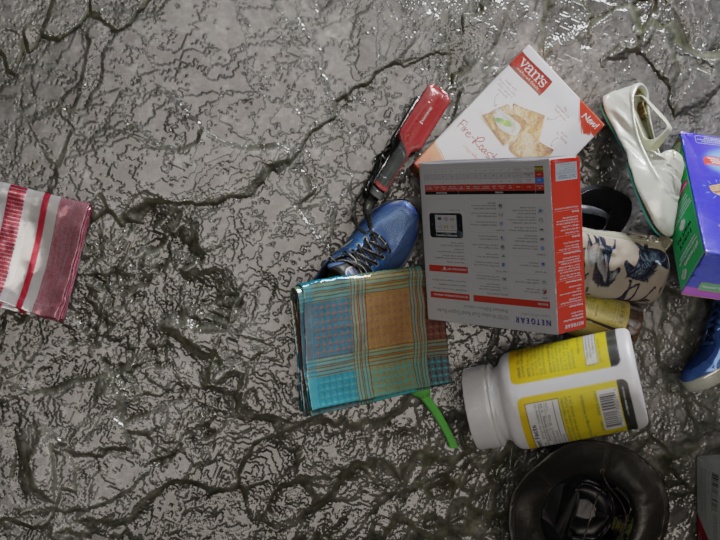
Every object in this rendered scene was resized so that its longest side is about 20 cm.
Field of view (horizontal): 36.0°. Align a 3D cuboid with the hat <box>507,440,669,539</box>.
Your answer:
[{"bbox_3d":[0.259,0.284,1.312,0.197,0.081,0.204,-1,97,-11],"label":"hat"}]

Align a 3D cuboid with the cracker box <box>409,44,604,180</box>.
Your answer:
[{"bbox_3d":[0.174,-0.148,1.322,0.134,0.058,0.200,44,86,-3],"label":"cracker box"}]

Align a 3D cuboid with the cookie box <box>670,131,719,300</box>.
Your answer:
[{"bbox_3d":[0.446,-0.057,1.274,0.168,0.076,0.202,9,46,-3],"label":"cookie box"}]

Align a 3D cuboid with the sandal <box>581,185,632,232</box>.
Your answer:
[{"bbox_3d":[0.239,-0.053,1.302,0.197,0.043,0.077,-9,114,-23],"label":"sandal"}]

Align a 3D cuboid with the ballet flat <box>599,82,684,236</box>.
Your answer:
[{"bbox_3d":[0.338,-0.137,1.288,0.068,0.070,0.202,-12,61,-3],"label":"ballet flat"}]

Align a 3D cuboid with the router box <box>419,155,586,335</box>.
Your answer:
[{"bbox_3d":[0.150,-0.031,1.206,0.048,0.199,0.183,-9,100,-39],"label":"router box"}]

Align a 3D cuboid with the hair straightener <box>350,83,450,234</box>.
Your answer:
[{"bbox_3d":[0.041,-0.125,1.306,0.041,0.077,0.202,30,69,-12],"label":"hair straightener"}]

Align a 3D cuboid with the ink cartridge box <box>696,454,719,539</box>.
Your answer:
[{"bbox_3d":[0.487,0.296,1.263,0.142,0.200,0.148,1,89,-3],"label":"ink cartridge box"}]

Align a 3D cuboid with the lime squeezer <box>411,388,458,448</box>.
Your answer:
[{"bbox_3d":[0.090,0.111,1.324,0.069,0.038,0.203,3,88,-3],"label":"lime squeezer"}]

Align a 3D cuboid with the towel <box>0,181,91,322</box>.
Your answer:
[{"bbox_3d":[-0.428,-0.031,1.303,0.197,0.023,0.146,13,88,-3],"label":"towel"}]

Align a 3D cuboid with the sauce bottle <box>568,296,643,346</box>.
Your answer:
[{"bbox_3d":[0.236,0.037,1.320,0.197,0.065,0.066,22,88,-4],"label":"sauce bottle"}]

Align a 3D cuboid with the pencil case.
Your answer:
[{"bbox_3d":[0.257,-0.016,1.264,0.197,0.078,0.091,8,110,-25],"label":"pencil case"}]

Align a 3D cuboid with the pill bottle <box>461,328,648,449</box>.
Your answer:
[{"bbox_3d":[0.223,0.141,1.277,0.197,0.114,0.116,-12,90,13],"label":"pill bottle"}]

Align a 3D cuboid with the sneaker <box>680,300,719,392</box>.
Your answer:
[{"bbox_3d":[0.433,0.044,1.323,0.200,0.077,0.112,-42,98,-7],"label":"sneaker"}]

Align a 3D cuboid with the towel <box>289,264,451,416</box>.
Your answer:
[{"bbox_3d":[0.015,0.075,1.254,0.197,0.022,0.149,-8,95,-30],"label":"towel"}]

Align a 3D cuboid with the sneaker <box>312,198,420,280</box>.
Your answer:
[{"bbox_3d":[0.000,0.000,1.294,0.078,0.089,0.200,41,87,-3],"label":"sneaker"}]
